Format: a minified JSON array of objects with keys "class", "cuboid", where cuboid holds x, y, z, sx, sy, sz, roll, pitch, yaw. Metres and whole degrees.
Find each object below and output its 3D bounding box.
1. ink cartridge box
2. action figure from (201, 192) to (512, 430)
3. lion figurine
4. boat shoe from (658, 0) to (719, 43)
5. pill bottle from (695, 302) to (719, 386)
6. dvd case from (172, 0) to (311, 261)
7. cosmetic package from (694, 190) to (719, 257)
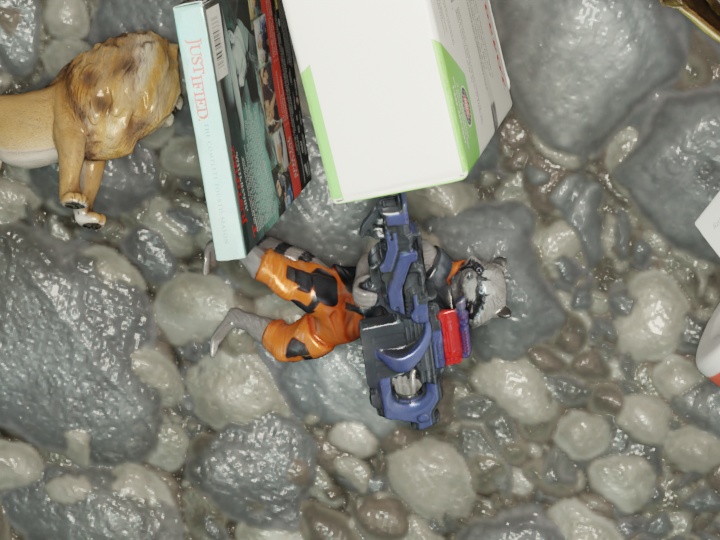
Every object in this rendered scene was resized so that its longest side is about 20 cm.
[{"class":"ink cartridge box","cuboid":[0.023,-0.137,1.240,0.083,0.200,0.147,-11,103,14]},{"class":"action figure","cuboid":[0.000,0.000,1.329,0.192,0.105,0.201,4,135,2]},{"class":"lion figurine","cuboid":[-0.208,-0.087,1.354,0.198,0.072,0.124,-4,70,16]},{"class":"boat shoe","cuboid":[0.199,-0.191,1.254,0.200,0.068,0.072,38,148,-1]},{"class":"pill bottle","cuboid":[0.313,0.070,1.295,0.199,0.112,0.113,34,107,-1]},{"class":"dvd case","cuboid":[-0.066,-0.101,1.263,0.022,0.200,0.147,-6,104,10]},{"class":"cosmetic package","cuboid":[0.298,-0.030,1.198,0.113,0.199,0.081,-53,48,27]}]
